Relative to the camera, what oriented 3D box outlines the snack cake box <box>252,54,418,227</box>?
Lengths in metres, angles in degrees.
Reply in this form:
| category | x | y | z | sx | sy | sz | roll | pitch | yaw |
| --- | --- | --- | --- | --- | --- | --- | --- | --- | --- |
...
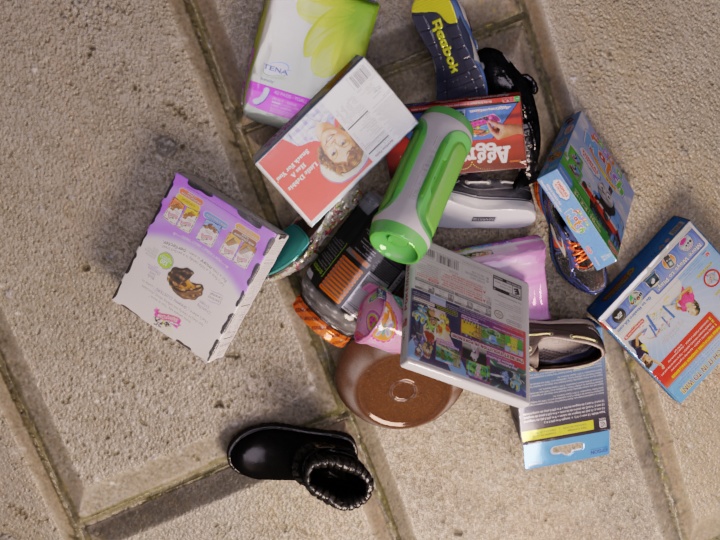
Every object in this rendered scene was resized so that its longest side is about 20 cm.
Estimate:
| category | x | y | z | sx | sy | sz | roll | pitch | yaw |
| --- | --- | --- | --- | --- | --- | --- | --- | --- | --- |
| snack cake box | -0.034 | -0.172 | 1.232 | 0.200 | 0.067 | 0.115 | -43 | 108 | 3 |

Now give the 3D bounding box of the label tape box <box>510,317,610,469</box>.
| category | x | y | z | sx | sy | sz | roll | pitch | yaw |
| --- | --- | --- | --- | --- | --- | --- | --- | --- | --- |
| label tape box | 0.298 | 0.185 | 1.408 | 0.140 | 0.066 | 0.204 | -9 | 103 | -4 |

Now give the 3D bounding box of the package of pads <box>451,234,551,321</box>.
| category | x | y | z | sx | sy | sz | roll | pitch | yaw |
| --- | --- | --- | --- | --- | --- | --- | --- | --- | --- |
| package of pads | 0.177 | 0.027 | 1.352 | 0.196 | 0.076 | 0.123 | -11 | 110 | -4 |

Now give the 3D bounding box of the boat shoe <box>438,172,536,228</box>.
| category | x | y | z | sx | sy | sz | roll | pitch | yaw |
| --- | --- | --- | --- | --- | --- | --- | --- | --- | --- |
| boat shoe | 0.156 | -0.107 | 1.334 | 0.195 | 0.072 | 0.069 | 2 | 63 | -8 |

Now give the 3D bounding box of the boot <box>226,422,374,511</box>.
| category | x | y | z | sx | sy | sz | roll | pitch | yaw |
| --- | --- | --- | --- | --- | --- | --- | --- | --- | --- |
| boot | -0.089 | 0.281 | 1.331 | 0.206 | 0.158 | 0.081 | -2 | 101 | -7 |

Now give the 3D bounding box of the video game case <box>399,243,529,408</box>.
| category | x | y | z | sx | sy | sz | roll | pitch | yaw |
| --- | --- | --- | --- | --- | --- | --- | --- | --- | --- |
| video game case | 0.142 | 0.069 | 1.228 | 0.197 | 0.023 | 0.185 | 21 | 57 | -25 |

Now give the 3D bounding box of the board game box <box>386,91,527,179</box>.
| category | x | y | z | sx | sy | sz | roll | pitch | yaw |
| --- | --- | --- | --- | --- | --- | --- | --- | --- | --- |
| board game box | 0.128 | -0.185 | 1.290 | 0.196 | 0.020 | 0.105 | -3 | 118 | 17 |

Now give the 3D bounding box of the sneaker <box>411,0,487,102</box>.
| category | x | y | z | sx | sy | sz | roll | pitch | yaw |
| --- | --- | --- | --- | --- | --- | --- | --- | --- | --- |
| sneaker | 0.132 | -0.295 | 1.283 | 0.072 | 0.083 | 0.203 | -10 | 113 | 19 |

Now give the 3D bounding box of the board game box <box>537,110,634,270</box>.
| category | x | y | z | sx | sy | sz | roll | pitch | yaw |
| --- | --- | --- | --- | --- | --- | --- | --- | --- | --- |
| board game box | 0.318 | -0.116 | 1.292 | 0.036 | 0.201 | 0.152 | -28 | 107 | 34 |

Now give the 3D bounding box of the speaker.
| category | x | y | z | sx | sy | sz | roll | pitch | yaw |
| --- | --- | --- | --- | --- | --- | --- | --- | --- | --- |
| speaker | 0.081 | -0.113 | 1.211 | 0.087 | 0.088 | 0.203 | 30 | 67 | -12 |

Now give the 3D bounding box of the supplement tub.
| category | x | y | z | sx | sy | sz | roll | pitch | yaw |
| --- | --- | --- | --- | --- | --- | --- | --- | --- | --- |
| supplement tub | 0.000 | 0.000 | 1.305 | 0.122 | 0.123 | 0.201 | 37 | 98 | -12 |

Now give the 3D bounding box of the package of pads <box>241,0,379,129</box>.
| category | x | y | z | sx | sy | sz | roll | pitch | yaw |
| --- | --- | --- | --- | --- | --- | --- | --- | --- | --- |
| package of pads | -0.074 | -0.289 | 1.270 | 0.151 | 0.068 | 0.204 | 15 | 99 | -11 |

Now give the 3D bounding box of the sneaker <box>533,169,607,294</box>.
| category | x | y | z | sx | sy | sz | roll | pitch | yaw |
| --- | --- | --- | --- | --- | --- | --- | --- | --- | --- |
| sneaker | 0.310 | -0.053 | 1.355 | 0.074 | 0.078 | 0.203 | -27 | 103 | 0 |

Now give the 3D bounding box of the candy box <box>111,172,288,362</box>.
| category | x | y | z | sx | sy | sz | roll | pitch | yaw |
| --- | --- | --- | --- | --- | --- | --- | --- | --- | --- |
| candy box | -0.221 | -0.004 | 1.282 | 0.166 | 0.071 | 0.202 | 31 | 96 | 8 |

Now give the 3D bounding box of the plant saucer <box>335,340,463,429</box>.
| category | x | y | z | sx | sy | sz | roll | pitch | yaw |
| --- | --- | --- | --- | --- | --- | --- | --- | --- | --- |
| plant saucer | 0.061 | 0.165 | 1.350 | 0.196 | 0.037 | 0.204 | -1 | 125 | -2 |

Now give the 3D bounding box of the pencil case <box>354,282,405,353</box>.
| category | x | y | z | sx | sy | sz | roll | pitch | yaw |
| --- | --- | --- | --- | --- | --- | --- | --- | --- | --- |
| pencil case | 0.085 | 0.086 | 1.251 | 0.197 | 0.087 | 0.089 | 24 | 98 | -22 |

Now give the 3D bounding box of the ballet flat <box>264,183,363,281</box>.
| category | x | y | z | sx | sy | sz | roll | pitch | yaw |
| --- | --- | --- | --- | --- | --- | --- | --- | --- | --- |
| ballet flat | -0.065 | -0.053 | 1.320 | 0.200 | 0.076 | 0.064 | -48 | 136 | 9 |

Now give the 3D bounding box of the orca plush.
| category | x | y | z | sx | sy | sz | roll | pitch | yaw |
| --- | --- | --- | --- | --- | --- | --- | --- | --- | --- |
| orca plush | 0.209 | -0.217 | 1.300 | 0.103 | 0.071 | 0.205 | -7 | 94 | -2 |

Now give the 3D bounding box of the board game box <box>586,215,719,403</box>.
| category | x | y | z | sx | sy | sz | roll | pitch | yaw |
| --- | --- | --- | --- | --- | --- | --- | --- | --- | --- |
| board game box | 0.480 | 0.059 | 1.409 | 0.196 | 0.056 | 0.200 | 43 | 93 | -13 |

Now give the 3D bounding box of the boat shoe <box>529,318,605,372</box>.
| category | x | y | z | sx | sy | sz | roll | pitch | yaw |
| --- | --- | --- | --- | --- | --- | --- | --- | --- | --- |
| boat shoe | 0.248 | 0.112 | 1.322 | 0.195 | 0.060 | 0.073 | -4 | 114 | -3 |
